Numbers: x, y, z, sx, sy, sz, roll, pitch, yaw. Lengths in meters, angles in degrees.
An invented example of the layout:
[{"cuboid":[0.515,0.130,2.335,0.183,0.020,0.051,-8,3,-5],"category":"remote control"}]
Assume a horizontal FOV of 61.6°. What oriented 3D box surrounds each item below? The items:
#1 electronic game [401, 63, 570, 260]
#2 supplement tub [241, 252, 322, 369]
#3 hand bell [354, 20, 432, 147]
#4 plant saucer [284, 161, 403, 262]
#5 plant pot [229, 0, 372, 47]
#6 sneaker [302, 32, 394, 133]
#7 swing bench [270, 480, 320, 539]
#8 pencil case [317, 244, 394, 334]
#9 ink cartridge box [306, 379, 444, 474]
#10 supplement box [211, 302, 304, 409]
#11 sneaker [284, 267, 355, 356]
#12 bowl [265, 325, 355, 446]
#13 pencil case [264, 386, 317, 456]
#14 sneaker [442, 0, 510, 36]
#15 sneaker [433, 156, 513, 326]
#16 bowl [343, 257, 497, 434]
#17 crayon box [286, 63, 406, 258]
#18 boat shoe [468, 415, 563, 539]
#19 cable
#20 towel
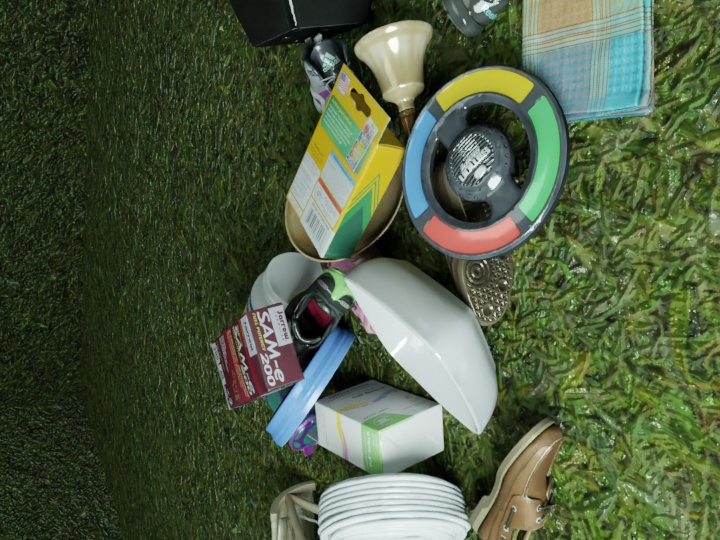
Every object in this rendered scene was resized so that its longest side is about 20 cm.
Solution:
[{"cuboid":[0.124,-0.114,0.638,0.196,0.041,0.208,-5,83,40],"category":"electronic game"},{"cuboid":[-0.128,0.086,1.016,0.146,0.141,0.203,58,137,31],"category":"supplement tub"},{"cuboid":[0.062,-0.187,0.750,0.103,0.102,0.207,-15,87,54],"category":"hand bell"},{"cuboid":[-0.019,-0.100,0.860,0.195,0.035,0.206,-13,62,25],"category":"plant saucer"},{"cuboid":[-0.088,-0.426,0.856,0.197,0.196,0.183,9,113,53],"category":"plant pot"},{"cuboid":[-0.030,-0.258,0.832,0.200,0.077,0.141,47,167,40],"category":"sneaker"},{"cuboid":[-0.086,0.510,1.035,0.198,0.127,0.206,12,105,54],"category":"swing bench"},{"cuboid":[0.000,0.000,0.875,0.201,0.081,0.088,54,135,36],"category":"pencil case"},{"cuboid":[0.012,0.213,0.858,0.197,0.115,0.070,5,104,54],"category":"ink cartridge box"},{"cuboid":[-0.155,0.130,0.880,0.199,0.059,0.112,-35,71,57],"category":"supplement box"},{"cuboid":[-0.076,0.070,0.844,0.076,0.084,0.201,40,139,2],"category":"sneaker"},{"cuboid":[-0.078,0.171,0.927,0.039,0.202,0.202,35,133,0],"category":"bowl"},{"cuboid":[-0.132,0.228,1.097,0.200,0.083,0.095,48,131,39],"category":"pencil case"},{"cuboid":[0.116,-0.370,0.676,0.078,0.074,0.206,-27,81,41],"category":"sneaker"},{"cuboid":[0.128,-0.036,0.716,0.075,0.068,0.207,149,116,-69],"category":"sneaker"},{"cuboid":[0.083,0.077,0.717,0.199,0.074,0.202,40,166,45],"category":"bowl"},{"cuboid":[-0.017,-0.134,0.766,0.127,0.050,0.203,56,131,36],"category":"crayon box"},{"cuboid":[0.186,0.245,0.665,0.068,0.070,0.204,46,140,35],"category":"boat shoe"},{"cuboid":[0.043,0.313,0.769,0.197,0.198,0.071,-27,49,34],"category":"cable"},{"cuboid":[0.213,-0.248,0.584,0.145,0.021,0.208,7,101,54],"category":"towel"}]
